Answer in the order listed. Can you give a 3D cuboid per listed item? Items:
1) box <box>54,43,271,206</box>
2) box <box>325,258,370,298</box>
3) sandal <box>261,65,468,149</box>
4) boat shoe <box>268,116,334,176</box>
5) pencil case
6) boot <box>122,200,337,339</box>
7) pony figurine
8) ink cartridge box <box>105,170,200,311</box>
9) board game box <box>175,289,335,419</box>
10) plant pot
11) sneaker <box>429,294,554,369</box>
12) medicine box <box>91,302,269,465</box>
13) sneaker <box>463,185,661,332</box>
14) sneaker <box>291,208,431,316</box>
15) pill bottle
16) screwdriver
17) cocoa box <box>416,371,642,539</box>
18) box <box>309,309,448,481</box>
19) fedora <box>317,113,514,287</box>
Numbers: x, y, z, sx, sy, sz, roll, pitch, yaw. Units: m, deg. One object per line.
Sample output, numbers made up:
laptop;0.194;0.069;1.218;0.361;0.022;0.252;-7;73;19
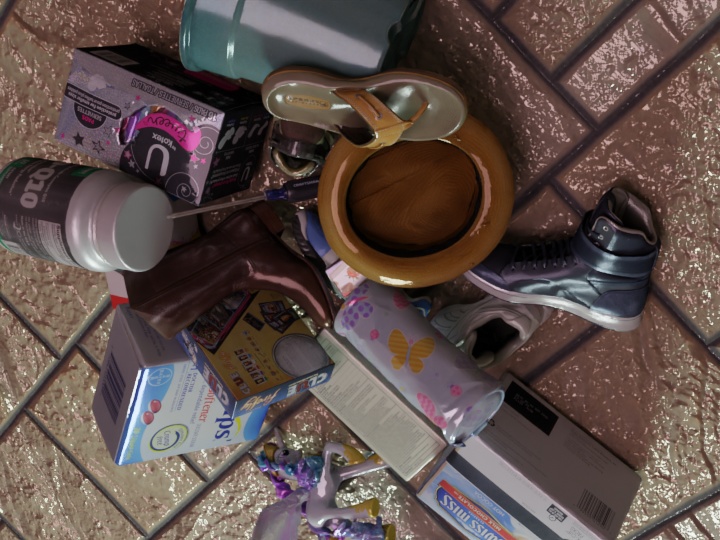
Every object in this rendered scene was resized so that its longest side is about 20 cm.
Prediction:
box;-0.222;-0.167;1.308;0.199;0.132;0.116;24;110;15
box;0.052;-0.041;1.258;0.199;0.041;0.039;-34;96;18
sandal;0.001;-0.147;1.082;0.198;0.054;0.081;6;141;7
boat shoe;-0.069;-0.133;1.226;0.073;0.200;0.065;19;85;1
pencil case;0.062;0.094;1.231;0.200;0.091;0.083;43;90;22
boot;-0.148;0.034;1.292;0.187;0.199;0.064;52;156;19
pony figurine;-0.051;0.303;1.487;0.199;0.166;0.195;-2;83;32
ink cartridge box;-0.255;-0.025;1.420;0.067;0.116;0.202;9;120;32
board game box;-0.140;0.067;1.335;0.200;0.135;0.035;51;141;29
plant pot;-0.048;-0.257;1.155;0.195;0.201;0.201;23;125;5
sneaker;0.121;0.079;1.286;0.078;0.099;0.200;47;127;-5
medicine box;-0.208;0.128;1.416;0.103;0.199;0.183;57;139;36
sneaker;0.207;-0.029;1.189;0.201;0.077;0.147;15;133;10
sneaker;0.000;0.000;1.340;0.077;0.076;0.200;-43;88;9
pill bottle;-0.312;-0.061;1.288;0.199;0.113;0.114;11;120;31
screwdriver;-0.122;-0.084;1.294;0.028;0.198;0.029;-176;79;-68
cocoa box;0.191;0.246;1.317;0.200;0.133;0.132;38;128;6
box;0.021;0.144;1.388;0.200;0.078;0.095;44;128;1
fedora;0.055;-0.081;1.181;0.199;0.082;0.202;0;104;1
